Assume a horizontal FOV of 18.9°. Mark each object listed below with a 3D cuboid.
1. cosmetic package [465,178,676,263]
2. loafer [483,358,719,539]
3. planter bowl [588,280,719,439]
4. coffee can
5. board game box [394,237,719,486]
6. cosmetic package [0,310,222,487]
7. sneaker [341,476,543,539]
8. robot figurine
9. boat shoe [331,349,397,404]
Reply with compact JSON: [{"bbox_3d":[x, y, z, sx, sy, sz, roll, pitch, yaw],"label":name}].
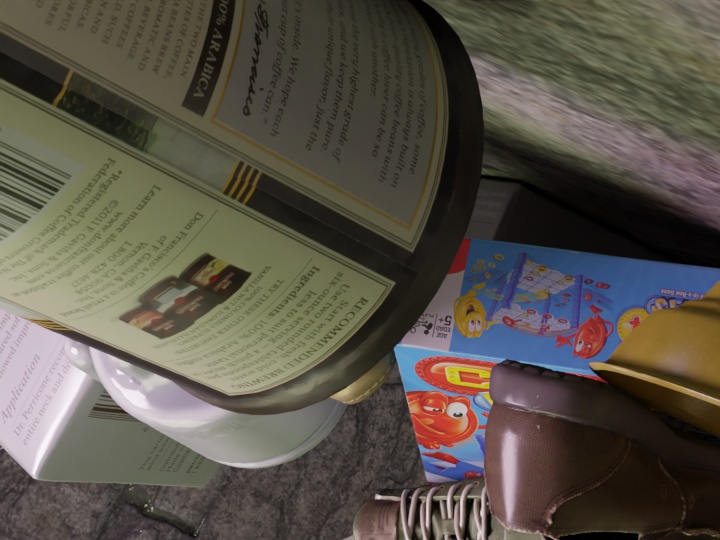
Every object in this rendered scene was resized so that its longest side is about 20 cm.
[{"bbox_3d":[0.120,0.028,1.102,0.199,0.091,0.107,28,174,-25],"label":"cosmetic package"},{"bbox_3d":[0.101,0.092,0.868,0.073,0.071,0.200,13,170,39],"label":"loafer"},{"bbox_3d":[0.189,0.037,0.783,0.199,0.084,0.200,23,176,2],"label":"planter bowl"},{"bbox_3d":[-0.080,-0.056,0.630,0.146,0.147,0.200,19,174,46],"label":"coffee can"},{"bbox_3d":[0.124,0.063,0.981,0.199,0.056,0.196,7,154,12],"label":"board game box"},{"bbox_3d":[-0.160,0.003,1.289,0.200,0.168,0.166,41,-163,30],"label":"cosmetic package"},{"bbox_3d":[0.041,0.132,1.014,0.089,0.067,0.200,13,158,-12],"label":"sneaker"},{"bbox_3d":[-0.069,0.038,1.120,0.169,0.114,0.200,-2,164,17],"label":"robot figurine"},{"bbox_3d":[0.000,0.000,1.010,0.066,0.074,0.200,45,-159,-28],"label":"boat shoe"}]
